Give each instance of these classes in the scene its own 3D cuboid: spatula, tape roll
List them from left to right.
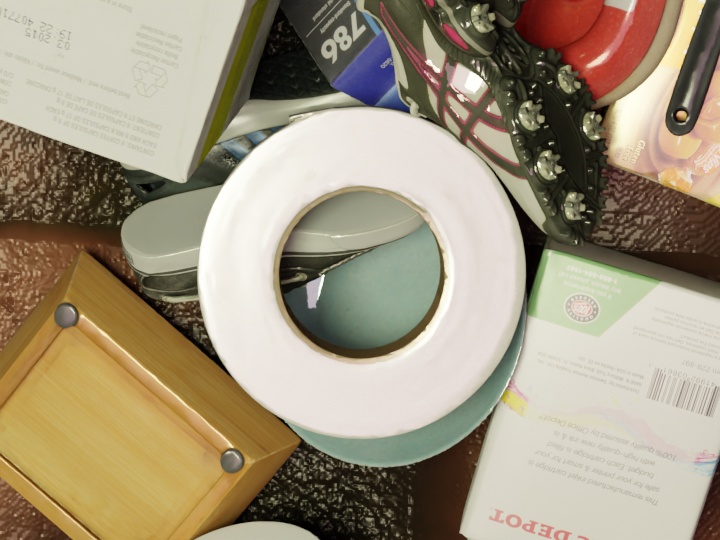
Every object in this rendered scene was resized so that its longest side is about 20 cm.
[{"bbox_3d":[0.000,0.000,1.022,0.202,0.037,0.204,0,97,-1],"label":"tape roll"},{"bbox_3d":[0.221,-0.177,1.012,0.056,0.021,0.201,20,105,18],"label":"spatula"}]

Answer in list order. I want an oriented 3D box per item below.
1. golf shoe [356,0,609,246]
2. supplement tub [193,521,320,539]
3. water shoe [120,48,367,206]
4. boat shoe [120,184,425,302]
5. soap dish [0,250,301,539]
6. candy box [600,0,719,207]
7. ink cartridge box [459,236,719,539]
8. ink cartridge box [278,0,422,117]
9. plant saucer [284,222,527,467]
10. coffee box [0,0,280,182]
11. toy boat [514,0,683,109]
[{"bbox_3d":[0.075,-0.102,0.978,0.088,0.077,0.201,-18,106,46],"label":"golf shoe"},{"bbox_3d":[-0.059,0.283,1.111,0.140,0.141,0.201,-8,117,9],"label":"supplement tub"},{"bbox_3d":[-0.059,-0.091,1.111,0.199,0.072,0.079,-12,126,8],"label":"water shoe"},{"bbox_3d":[-0.051,-0.022,1.088,0.199,0.071,0.064,-8,138,6],"label":"boat shoe"},{"bbox_3d":[-0.165,0.111,1.145,0.200,0.081,0.157,41,103,0],"label":"soap dish"},{"bbox_3d":[0.233,-0.145,1.057,0.115,0.055,0.201,22,102,3],"label":"candy box"},{"bbox_3d":[0.161,0.094,1.096,0.145,0.088,0.201,16,101,5],"label":"ink cartridge box"},{"bbox_3d":[-0.005,-0.187,1.039,0.099,0.039,0.200,-44,68,26],"label":"ink cartridge box"},{"bbox_3d":[0.021,0.028,1.104,0.200,0.039,0.202,-4,82,26],"label":"plant saucer"},{"bbox_3d":[-0.141,-0.196,0.950,0.199,0.198,0.201,20,111,0],"label":"coffee box"},{"bbox_3d":[0.120,-0.197,1.008,0.130,0.130,0.201,5,103,-33],"label":"toy boat"}]
